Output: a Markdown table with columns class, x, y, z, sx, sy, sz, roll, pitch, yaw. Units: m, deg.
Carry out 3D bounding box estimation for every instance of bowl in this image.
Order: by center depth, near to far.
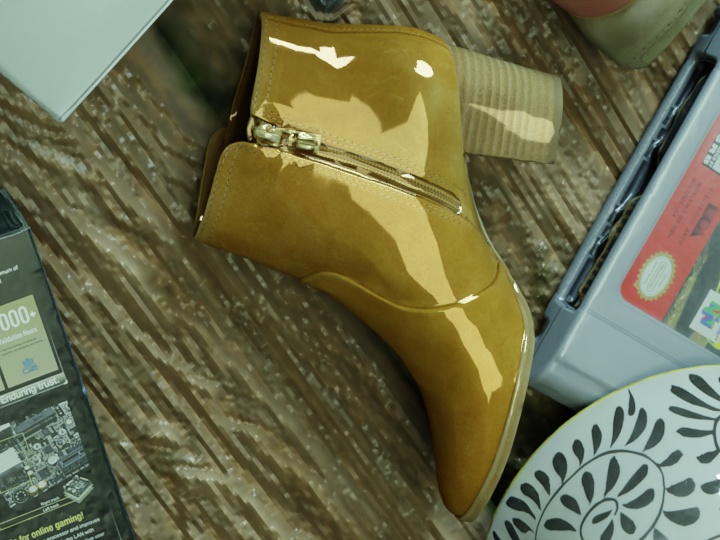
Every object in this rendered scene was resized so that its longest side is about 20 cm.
| class | x | y | z | sx | sy | sz | roll | pitch | yaw |
| --- | --- | --- | --- | --- | --- | --- | --- | --- | --- |
| bowl | 0.157 | 0.151 | 0.845 | 0.198 | 0.094 | 0.203 | -4 | 115 | -8 |

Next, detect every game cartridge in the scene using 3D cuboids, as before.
| class | x | y | z | sx | sy | sz | roll | pitch | yaw |
| --- | --- | --- | --- | --- | --- | --- | --- | --- | --- |
| game cartridge | 0.172 | -0.010 | 0.867 | 0.132 | 0.041 | 0.201 | 28 | 93 | -25 |

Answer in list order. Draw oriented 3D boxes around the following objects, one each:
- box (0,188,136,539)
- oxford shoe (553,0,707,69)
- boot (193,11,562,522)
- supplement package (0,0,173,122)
| class | x | y | z | sx | sy | sz | roll | pitch | yaw |
| --- | --- | --- | --- | --- | --- | --- | --- | --- | --- |
| box | -0.200 | 0.083 | 0.745 | 0.198 | 0.086 | 0.165 | -21 | 108 | -12 |
| oxford shoe | 0.152 | -0.175 | 0.818 | 0.200 | 0.070 | 0.075 | -49 | 137 | -3 |
| boot | 0.000 | 0.000 | 0.805 | 0.142 | 0.071 | 0.203 | 6 | 97 | -12 |
| supplement package | -0.127 | -0.190 | 0.637 | 0.200 | 0.192 | 0.147 | 40 | 102 | -20 |
